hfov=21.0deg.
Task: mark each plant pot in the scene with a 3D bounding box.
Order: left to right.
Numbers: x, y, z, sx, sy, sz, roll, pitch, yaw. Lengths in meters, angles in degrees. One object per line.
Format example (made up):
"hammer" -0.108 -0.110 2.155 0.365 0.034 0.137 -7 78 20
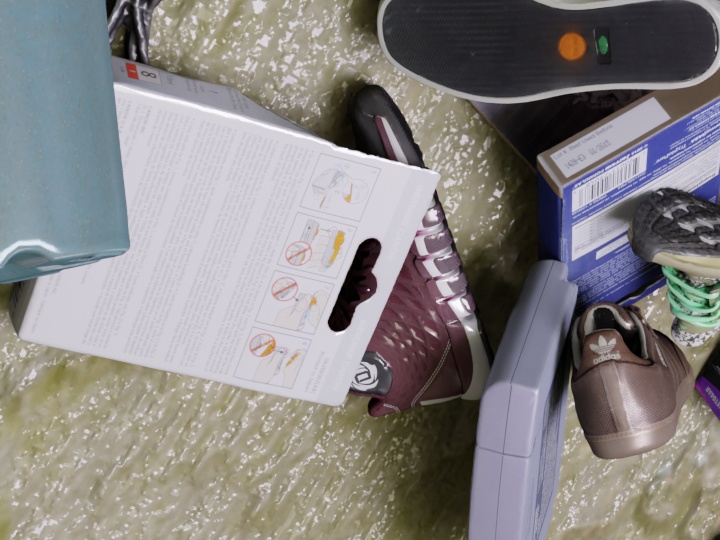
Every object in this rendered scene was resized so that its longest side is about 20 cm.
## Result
"plant pot" -0.195 -0.089 0.882 0.200 0.200 0.197 -10 89 -20

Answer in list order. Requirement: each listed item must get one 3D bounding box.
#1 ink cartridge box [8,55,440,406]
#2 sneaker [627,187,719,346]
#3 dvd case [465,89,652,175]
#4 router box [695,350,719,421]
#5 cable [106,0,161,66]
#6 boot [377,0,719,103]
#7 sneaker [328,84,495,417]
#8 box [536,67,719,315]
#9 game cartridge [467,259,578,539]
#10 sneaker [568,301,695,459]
"ink cartridge box" -0.077 -0.019 1.082 0.200 0.050 0.162 13 113 -24
"sneaker" 0.214 0.010 1.168 0.200 0.077 0.089 10 113 -52
"dvd case" 0.125 -0.145 1.165 0.149 0.016 0.200 -48 119 -3
"router box" 0.346 0.065 1.304 0.200 0.051 0.149 24 111 -29
"cable" -0.111 -0.156 1.037 0.097 0.050 0.200 29 95 -32
"boot" 0.117 -0.145 1.115 0.200 0.144 0.073 4 108 15
"sneaker" 0.000 0.000 1.135 0.115 0.076 0.200 -20 104 4
"box" 0.164 -0.037 1.174 0.121 0.032 0.200 -30 152 -11
"game cartridge" 0.095 0.109 1.159 0.041 0.133 0.200 14 131 16
"sneaker" 0.160 0.049 1.161 0.070 0.200 0.076 -13 100 8
